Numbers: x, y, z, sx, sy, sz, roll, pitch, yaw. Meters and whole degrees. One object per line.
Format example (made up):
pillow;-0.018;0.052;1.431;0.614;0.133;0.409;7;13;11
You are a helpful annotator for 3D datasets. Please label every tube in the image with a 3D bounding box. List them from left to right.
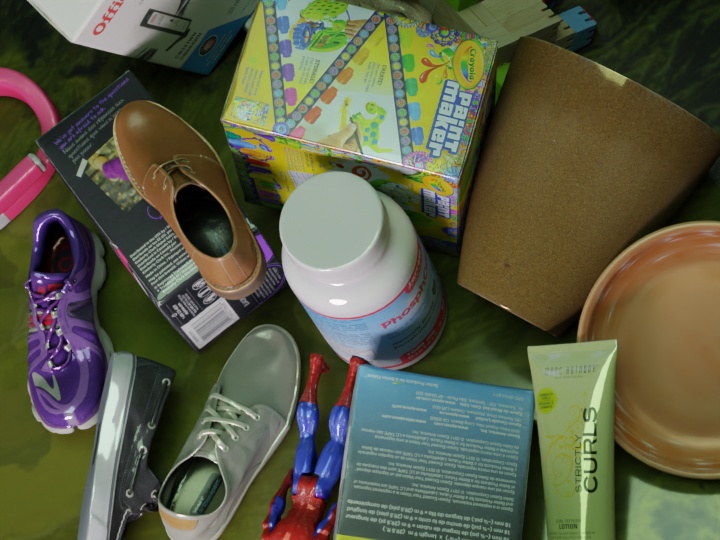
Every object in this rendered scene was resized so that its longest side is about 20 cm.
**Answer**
tube;0.166;0.155;1.546;0.058;0.052;0.201;0;84;-10

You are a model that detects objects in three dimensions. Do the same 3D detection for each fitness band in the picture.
fitness band;-0.362;-0.097;1.821;0.200;0.037;0.144;-43;64;-7

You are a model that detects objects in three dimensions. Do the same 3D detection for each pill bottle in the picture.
pill bottle;0.000;0.000;1.600;0.108;0.200;0.109;-5;67;12

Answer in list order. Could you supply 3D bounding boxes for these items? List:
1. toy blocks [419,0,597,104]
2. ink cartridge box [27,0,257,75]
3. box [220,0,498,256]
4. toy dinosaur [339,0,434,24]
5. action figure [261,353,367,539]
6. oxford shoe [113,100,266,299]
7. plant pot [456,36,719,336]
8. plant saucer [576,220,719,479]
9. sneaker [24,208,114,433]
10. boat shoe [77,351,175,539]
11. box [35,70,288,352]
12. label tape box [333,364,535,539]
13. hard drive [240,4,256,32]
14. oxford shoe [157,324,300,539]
toy blocks;0.114;-0.241;1.729;0.136;0.100;0.200;-26;61;-29
ink cartridge box;-0.174;-0.259;1.730;0.084;0.200;0.146;45;110;24
box;0.004;-0.116;1.627;0.192;0.200;0.122;15;74;6
toy dinosaur;0.003;-0.221;1.693;0.200;0.136;0.086;23;81;24
action figure;-0.036;0.169;1.622;0.065;0.052;0.201;7;67;21
oxford shoe;-0.140;-0.071;1.603;0.071;0.071;0.200;-36;63;-4
plant pot;0.163;-0.057;1.613;0.186;0.186;0.200;29;92;23
plant saucer;0.268;0.061;1.563;0.199;0.037;0.201;1;95;8
sneaker;-0.260;0.041;1.712;0.080;0.083;0.201;-13;66;9
boat shoe;-0.190;0.169;1.655;0.066;0.070;0.201;11;75;-12
box;-0.167;-0.049;1.704;0.106;0.122;0.200;-37;64;-4
label tape box;0.053;0.185;1.564;0.144;0.063;0.201;9;69;-3
hard drive;-0.018;-0.222;1.794;0.132;0.026;0.200;-41;64;-5
oxford shoe;-0.107;0.132;1.651;0.075;0.058;0.200;19;72;23
